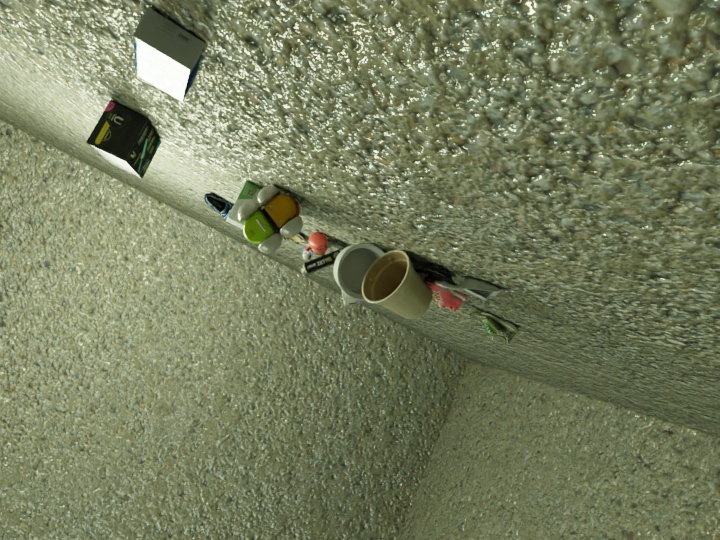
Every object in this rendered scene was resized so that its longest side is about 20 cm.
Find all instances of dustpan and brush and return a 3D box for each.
[{"bbox_3d":[0.339,0.057,1.616,0.199,0.058,0.140,24,171,9],"label":"dustpan and brush"}]

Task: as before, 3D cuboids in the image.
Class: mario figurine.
[{"bbox_3d":[-0.173,-0.079,2.030,0.105,0.124,0.200,24,166,-11],"label":"mario figurine"}]

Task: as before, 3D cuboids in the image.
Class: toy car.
[{"bbox_3d":[-0.282,-0.165,1.644,0.175,0.200,0.150,53,-170,0],"label":"toy car"}]

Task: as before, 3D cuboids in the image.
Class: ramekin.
[{"bbox_3d":[0.000,0.000,1.798,0.200,0.201,0.098,28,178,-19],"label":"ramekin"}]

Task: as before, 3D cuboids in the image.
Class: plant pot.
[{"bbox_3d":[0.138,0.064,1.696,0.183,0.201,0.200,38,166,-33],"label":"plant pot"}]

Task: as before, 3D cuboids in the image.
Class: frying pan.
[{"bbox_3d":[0.241,0.010,1.707,0.114,0.031,0.190,27,174,-17],"label":"frying pan"}]

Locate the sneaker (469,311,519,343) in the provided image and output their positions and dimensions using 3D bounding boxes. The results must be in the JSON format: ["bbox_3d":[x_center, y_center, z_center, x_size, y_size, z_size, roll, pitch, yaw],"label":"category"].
[{"bbox_3d":[0.520,0.226,2.003,0.199,0.089,0.077,24,171,12],"label":"sneaker"}]

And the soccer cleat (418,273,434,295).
[{"bbox_3d":[0.221,0.039,1.826,0.199,0.086,0.069,5,-167,-14],"label":"soccer cleat"}]

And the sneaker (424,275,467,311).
[{"bbox_3d":[0.292,0.087,1.785,0.199,0.087,0.074,28,-179,-32],"label":"sneaker"}]

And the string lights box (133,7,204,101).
[{"bbox_3d":[-0.356,-0.390,0.940,0.102,0.059,0.200,27,171,-21],"label":"string lights box"}]

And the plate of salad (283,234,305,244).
[{"bbox_3d":[-0.334,-0.163,2.222,0.199,0.048,0.200,24,172,4],"label":"plate of salad"}]

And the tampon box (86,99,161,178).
[{"bbox_3d":[-0.730,-0.403,1.586,0.126,0.151,0.200,25,171,-7],"label":"tampon box"}]

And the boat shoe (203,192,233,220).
[{"bbox_3d":[-0.601,-0.266,2.234,0.199,0.085,0.069,26,-177,-20],"label":"boat shoe"}]

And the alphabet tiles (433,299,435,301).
[{"bbox_3d":[0.298,0.102,2.165,0.166,0.006,0.200,24,171,3],"label":"alphabet tiles"}]

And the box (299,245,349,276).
[{"bbox_3d":[-0.134,-0.037,1.999,0.161,0.199,0.049,153,94,-78],"label":"box"}]

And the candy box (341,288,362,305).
[{"bbox_3d":[-0.042,0.048,1.989,0.071,0.169,0.200,-9,178,-1],"label":"candy box"}]

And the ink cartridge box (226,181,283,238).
[{"bbox_3d":[-0.338,-0.192,1.751,0.199,0.147,0.084,27,170,-16],"label":"ink cartridge box"}]
